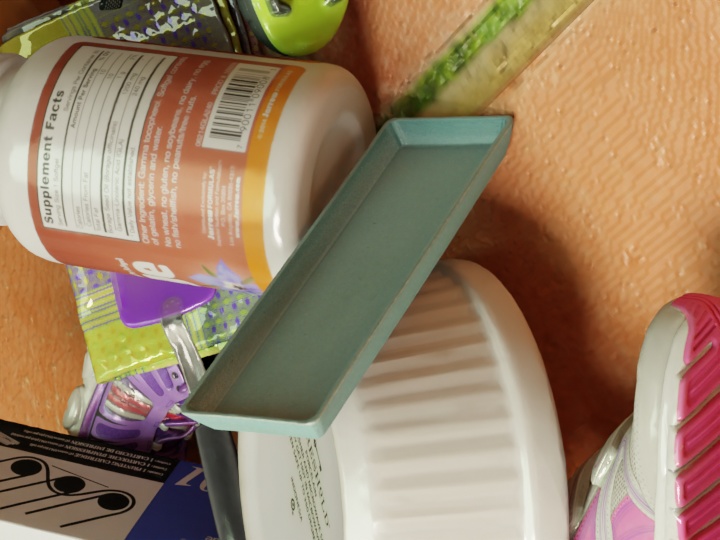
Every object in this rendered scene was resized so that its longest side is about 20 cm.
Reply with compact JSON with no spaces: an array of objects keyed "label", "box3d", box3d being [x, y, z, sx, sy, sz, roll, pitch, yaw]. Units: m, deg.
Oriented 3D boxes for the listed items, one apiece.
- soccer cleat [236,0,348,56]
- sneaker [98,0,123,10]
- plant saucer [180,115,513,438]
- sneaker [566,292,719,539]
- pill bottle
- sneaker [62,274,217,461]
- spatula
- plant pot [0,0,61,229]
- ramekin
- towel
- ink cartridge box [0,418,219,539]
[{"label":"soccer cleat","box3d":[-0.050,-0.199,0.978,0.081,0.067,0.201,1,104,66]},{"label":"sneaker","box3d":[-0.144,-0.226,1.052,0.140,0.077,0.201,118,146,-60]},{"label":"plant saucer","box3d":[0.000,0.000,0.893,0.070,0.200,0.019,1,130,34]},{"label":"sneaker","box3d":[0.121,0.099,0.876,0.088,0.081,0.201,24,121,39]},{"label":"pill bottle","box3d":[-0.101,-0.053,0.994,0.199,0.112,0.113,9,113,21]},{"label":"sneaker","box3d":[-0.108,0.069,1.131,0.083,0.080,0.201,29,125,32]},{"label":"spatula","box3d":[-0.080,0.060,1.031,0.056,0.021,0.201,-19,82,12]},{"label":"plant pot","box3d":[-0.244,-0.093,1.140,0.140,0.200,0.201,-16,92,39]},{"label":"ramekin","box3d":[0.011,0.097,0.937,0.202,0.094,0.204,176,90,-71]},{"label":"towel","box3d":[-0.105,-0.053,1.068,0.143,0.023,0.201,-16,88,22]},{"label":"ink cartridge box","box3d":[-0.120,0.136,1.085,0.199,0.094,0.044,12,117,12]}]
